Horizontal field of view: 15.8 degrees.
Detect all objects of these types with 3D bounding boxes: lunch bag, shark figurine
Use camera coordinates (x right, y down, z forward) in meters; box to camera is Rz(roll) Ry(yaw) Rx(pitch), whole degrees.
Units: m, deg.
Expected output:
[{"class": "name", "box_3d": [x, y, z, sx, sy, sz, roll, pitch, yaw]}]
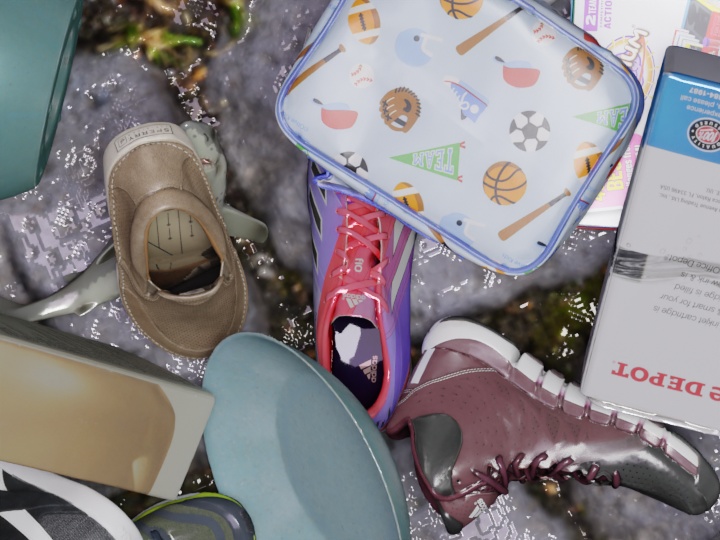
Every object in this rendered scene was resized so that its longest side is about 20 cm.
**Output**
[{"class": "lunch bag", "box_3d": [0.053, -0.096, 1.522, 0.200, 0.076, 0.161, 33, 100, 5]}, {"class": "shark figurine", "box_3d": [-0.149, -0.030, 1.598, 0.214, 0.128, 0.090, -37, 60, 22]}]

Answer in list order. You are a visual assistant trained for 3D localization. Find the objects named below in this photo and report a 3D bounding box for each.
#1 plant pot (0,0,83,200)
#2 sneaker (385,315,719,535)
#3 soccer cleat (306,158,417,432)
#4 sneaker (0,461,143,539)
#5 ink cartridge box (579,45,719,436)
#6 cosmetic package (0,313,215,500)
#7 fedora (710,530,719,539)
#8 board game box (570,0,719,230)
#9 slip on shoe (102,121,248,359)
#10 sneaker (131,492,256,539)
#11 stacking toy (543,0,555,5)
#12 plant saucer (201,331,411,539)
[{"class": "plant pot", "box_3d": [-0.254, -0.126, 1.544, 0.160, 0.201, 0.201, 14, 91, -4]}, {"class": "sneaker", "box_3d": [0.104, 0.121, 1.542, 0.200, 0.076, 0.116, 28, 70, 14]}, {"class": "soccer cleat", "box_3d": [0.000, 0.000, 1.568, 0.068, 0.073, 0.201, -2, 90, 7]}, {"class": "sneaker", "box_3d": [-0.229, 0.162, 1.536, 0.112, 0.200, 0.073, -47, 128, -26]}, {"class": "ink cartridge box", "box_3d": [0.219, -0.011, 1.497, 0.144, 0.084, 0.201, 15, 108, 3]}, {"class": "cosmetic package", "box_3d": [-0.192, 0.072, 1.517, 0.105, 0.200, 0.071, 23, 92, 41]}, {"class": "fedora", "box_3d": [0.279, 0.217, 1.513, 0.176, 0.090, 0.201, 5, 112, 38]}, {"class": "board game box", "box_3d": [0.222, -0.096, 1.559, 0.199, 0.040, 0.154, 4, 90, 7]}, {"class": "slip on shoe", "box_3d": [-0.104, -0.002, 1.523, 0.076, 0.200, 0.061, -16, 52, -8]}, {"class": "sneaker", "box_3d": [-0.156, 0.195, 1.581, 0.200, 0.081, 0.074, -26, 88, 6]}, {"class": "stacking toy", "box_3d": [0.104, -0.254, 1.543, 0.146, 0.146, 0.201, 2, 105, 7]}, {"class": "plant saucer", "box_3d": [-0.023, 0.124, 1.536, 0.039, 0.201, 0.201, -23, 87, -30]}]
